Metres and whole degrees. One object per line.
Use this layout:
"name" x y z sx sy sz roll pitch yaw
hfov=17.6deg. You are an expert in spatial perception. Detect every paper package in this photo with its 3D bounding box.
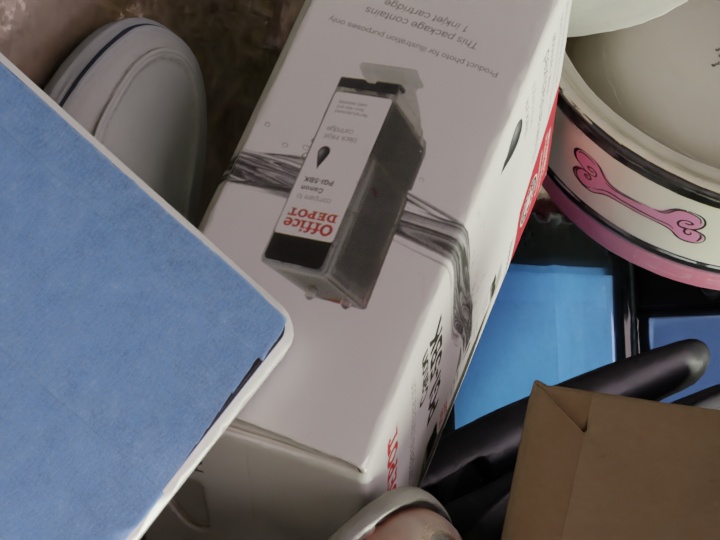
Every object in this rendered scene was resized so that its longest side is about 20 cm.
"paper package" 0.090 0.165 0.772 0.200 0.103 0.191 88 14 -56

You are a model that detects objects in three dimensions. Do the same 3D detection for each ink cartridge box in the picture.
"ink cartridge box" 0.000 0.000 0.791 0.147 0.083 0.201 90 21 -63

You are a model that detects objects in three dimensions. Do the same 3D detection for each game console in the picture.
"game console" 0.123 0.072 0.933 0.119 0.172 0.201 10 77 -70

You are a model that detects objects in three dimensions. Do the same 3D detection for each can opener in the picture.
"can opener" 0.058 0.077 0.881 0.200 0.063 0.079 -30 150 -21

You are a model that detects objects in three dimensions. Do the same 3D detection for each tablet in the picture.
"tablet" -0.124 -0.005 0.652 0.200 0.014 0.130 42 57 -6

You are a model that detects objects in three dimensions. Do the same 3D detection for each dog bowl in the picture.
"dog bowl" 0.151 -0.076 0.938 0.199 0.074 0.201 6 50 -7

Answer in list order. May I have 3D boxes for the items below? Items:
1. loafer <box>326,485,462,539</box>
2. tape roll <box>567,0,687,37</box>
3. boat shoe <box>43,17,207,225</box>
"loafer" 0.017 0.135 0.761 0.072 0.200 0.063 -37 68 -19
"tape roll" 0.035 -0.159 0.810 0.202 0.202 0.071 31 64 -37
"boat shoe" -0.081 0.005 0.772 0.073 0.067 0.201 30 65 -38
